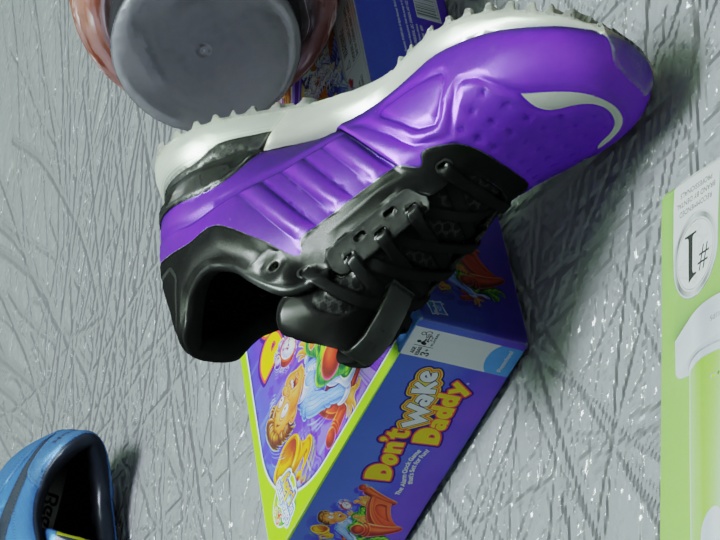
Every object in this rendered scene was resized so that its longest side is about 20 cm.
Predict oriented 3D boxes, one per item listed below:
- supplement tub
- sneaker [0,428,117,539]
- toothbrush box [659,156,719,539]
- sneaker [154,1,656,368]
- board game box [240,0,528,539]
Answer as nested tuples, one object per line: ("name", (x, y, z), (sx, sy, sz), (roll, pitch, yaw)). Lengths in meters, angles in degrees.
("supplement tub", (-0.062, -0.129, 1.146), (0.200, 0.107, 0.107), (-95, 27, -60))
("sneaker", (-0.149, 0.169, 1.358), (0.078, 0.066, 0.201), (-35, 46, 54))
("toothbrush box", (0.140, 0.055, 0.684), (0.146, 0.086, 0.201), (141, 138, -57))
("sneaker", (0.013, -0.016, 0.986), (0.200, 0.070, 0.100), (-20, 51, 33))
("board game box", (0.000, 0.000, 1.116), (0.200, 0.045, 0.135), (-101, 32, -46))
